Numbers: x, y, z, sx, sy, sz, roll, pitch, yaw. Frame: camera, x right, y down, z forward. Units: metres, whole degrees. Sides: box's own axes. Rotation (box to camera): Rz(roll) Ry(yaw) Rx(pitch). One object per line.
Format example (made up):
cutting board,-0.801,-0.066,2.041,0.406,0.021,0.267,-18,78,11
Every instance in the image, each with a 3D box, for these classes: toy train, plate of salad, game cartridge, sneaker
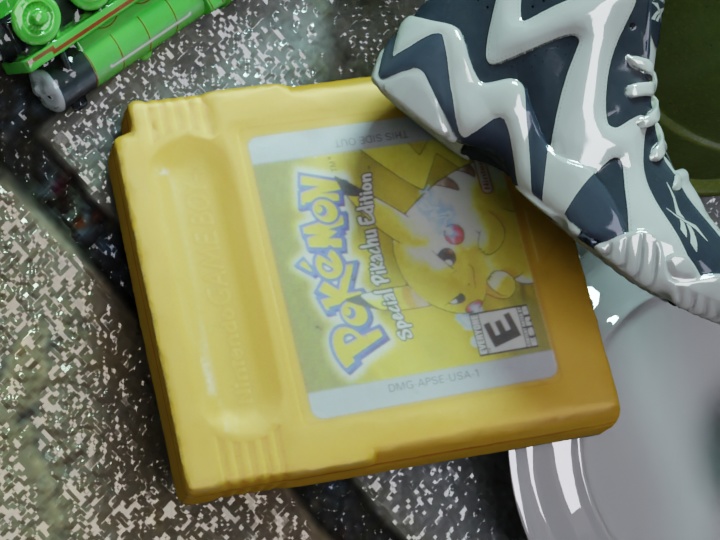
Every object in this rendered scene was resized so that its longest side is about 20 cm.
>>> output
toy train,-0.077,-0.137,0.967,0.200,0.042,0.057,-38,111,-23
plate of salad,0.144,0.080,1.041,0.199,0.048,0.202,3,84,-33
game cartridge,0.000,0.000,0.959,0.198,0.032,0.178,-8,72,-20
sneaker,0.117,-0.075,0.942,0.199,0.079,0.130,37,93,10

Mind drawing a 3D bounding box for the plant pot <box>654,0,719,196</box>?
plant pot,0.201,-0.145,1.012,0.199,0.190,0.202,3,84,-25
